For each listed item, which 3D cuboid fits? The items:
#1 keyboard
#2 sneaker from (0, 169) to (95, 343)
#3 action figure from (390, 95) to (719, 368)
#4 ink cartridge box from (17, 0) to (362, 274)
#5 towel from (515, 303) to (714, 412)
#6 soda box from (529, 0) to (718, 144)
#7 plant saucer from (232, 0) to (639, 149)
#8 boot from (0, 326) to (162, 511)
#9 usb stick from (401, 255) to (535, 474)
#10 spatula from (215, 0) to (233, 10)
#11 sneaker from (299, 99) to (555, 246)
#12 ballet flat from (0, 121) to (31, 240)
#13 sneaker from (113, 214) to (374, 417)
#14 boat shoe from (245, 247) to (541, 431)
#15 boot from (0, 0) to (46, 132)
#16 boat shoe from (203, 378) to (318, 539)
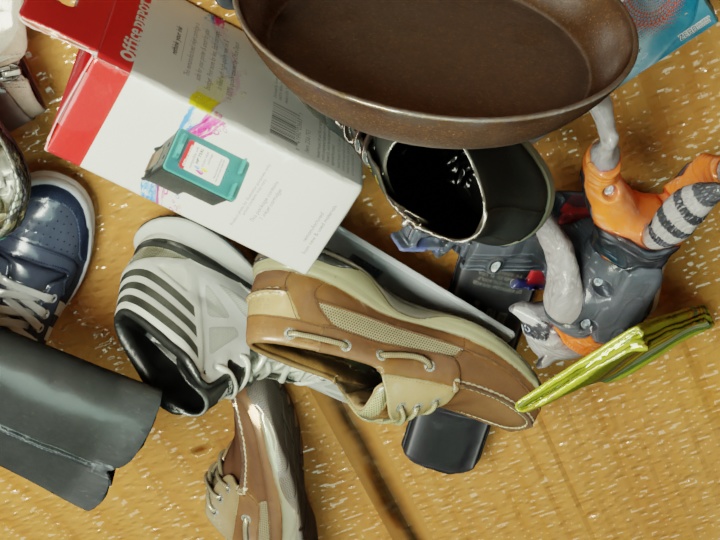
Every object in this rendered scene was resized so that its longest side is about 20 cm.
[{"bbox_3d":[0.000,0.000,0.911,0.200,0.011,0.056,31,142,-9],"label":"keyboard"},{"bbox_3d":[-0.221,0.041,0.904,0.070,0.109,0.200,24,119,-16],"label":"sneaker"},{"bbox_3d":[0.128,-0.014,0.842,0.199,0.105,0.194,-5,140,-24],"label":"action figure"},{"bbox_3d":[-0.099,-0.092,0.819,0.200,0.116,0.067,26,119,-16],"label":"ink cartridge box"},{"bbox_3d":[0.158,0.054,0.889,0.086,0.200,0.018,-37,78,20],"label":"towel"},{"bbox_3d":[0.095,-0.119,0.833,0.200,0.068,0.064,-34,115,19],"label":"soda box"},{"bbox_3d":[0.035,-0.116,0.730,0.199,0.201,0.035,5,129,-5],"label":"plant saucer"},{"bbox_3d":[-0.200,0.042,0.813,0.200,0.066,0.165,31,135,-15],"label":"boot"},{"bbox_3d":[0.073,0.051,0.964,0.055,0.033,0.201,13,121,-2],"label":"usb stick"},{"bbox_3d":[0.012,-0.182,0.820,0.199,0.021,0.057,-17,126,12],"label":"spatula"},{"bbox_3d":[0.012,-0.091,0.762,0.200,0.106,0.075,41,106,14],"label":"sneaker"},{"bbox_3d":[-0.233,-0.094,0.775,0.072,0.072,0.201,-20,123,11],"label":"ballet flat"},{"bbox_3d":[-0.066,0.061,0.909,0.200,0.116,0.076,30,136,-15],"label":"sneaker"},{"bbox_3d":[0.015,0.057,0.884,0.200,0.074,0.076,27,153,-18],"label":"boat shoe"},{"bbox_3d":[-0.257,-0.154,0.812,0.146,0.070,0.201,-10,123,-2],"label":"boot"},{"bbox_3d":[-0.072,0.154,1.002,0.071,0.076,0.201,-5,121,4],"label":"boat shoe"}]
